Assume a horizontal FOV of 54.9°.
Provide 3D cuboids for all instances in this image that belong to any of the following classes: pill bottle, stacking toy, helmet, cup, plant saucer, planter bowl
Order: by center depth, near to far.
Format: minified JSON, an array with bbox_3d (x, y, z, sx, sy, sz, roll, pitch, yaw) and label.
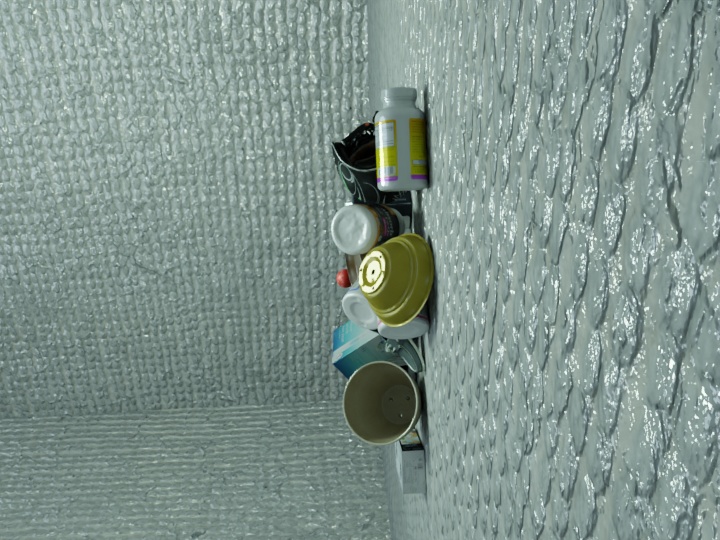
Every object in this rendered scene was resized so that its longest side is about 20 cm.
[{"bbox_3d":[0.082,-0.264,1.407,0.104,0.104,0.201,-118,26,-86],"label":"pill bottle"},{"bbox_3d":[0.054,0.011,1.430,0.200,0.083,0.201,-24,59,47],"label":"planter bowl"},{"bbox_3d":[0.088,0.042,1.543,0.113,0.113,0.201,91,176,-64],"label":"pill bottle"},{"bbox_3d":[0.036,-0.248,1.592,0.191,0.199,0.201,56,-152,-63],"label":"helmet"},{"bbox_3d":[0.024,-0.100,1.630,0.200,0.116,0.117,-13,-78,-62],"label":"pill bottle"},{"bbox_3d":[0.050,0.037,1.668,0.200,0.113,0.114,-52,-27,-39],"label":"pill bottle"},{"bbox_3d":[0.075,0.333,1.736,0.143,0.199,0.201,24,-121,-62],"label":"cup"},{"bbox_3d":[0.000,0.000,1.816,0.200,0.032,0.201,166,90,-79],"label":"plant saucer"},{"bbox_3d":[0.031,0.019,1.979,0.085,0.199,0.086,177,90,-88],"label":"stacking toy"}]

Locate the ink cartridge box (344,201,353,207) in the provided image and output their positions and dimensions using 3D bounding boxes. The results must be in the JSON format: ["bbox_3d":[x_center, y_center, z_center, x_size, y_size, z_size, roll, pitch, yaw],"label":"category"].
[{"bbox_3d":[0.042,-0.109,1.974,0.043,0.199,0.175,0,93,44],"label":"ink cartridge box"}]

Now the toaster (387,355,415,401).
[{"bbox_3d":[0.091,0.276,1.885,0.129,0.113,0.201,-105,13,-71],"label":"toaster"}]

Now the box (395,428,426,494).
[{"bbox_3d":[0.129,0.497,1.828,0.200,0.060,0.117,-109,16,-85],"label":"box"}]

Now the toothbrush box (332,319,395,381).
[{"bbox_3d":[0.027,0.178,1.827,0.085,0.200,0.147,48,-160,-25],"label":"toothbrush box"}]

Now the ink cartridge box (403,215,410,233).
[{"bbox_3d":[0.075,-0.042,1.797,0.068,0.115,0.201,-96,3,-46],"label":"ink cartridge box"}]

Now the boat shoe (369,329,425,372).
[{"bbox_3d":[0.079,0.175,1.668,0.200,0.062,0.073,52,156,25],"label":"boat shoe"}]

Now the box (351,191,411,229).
[{"bbox_3d":[0.051,-0.201,1.828,0.107,0.148,0.201,89,178,-48],"label":"box"}]
